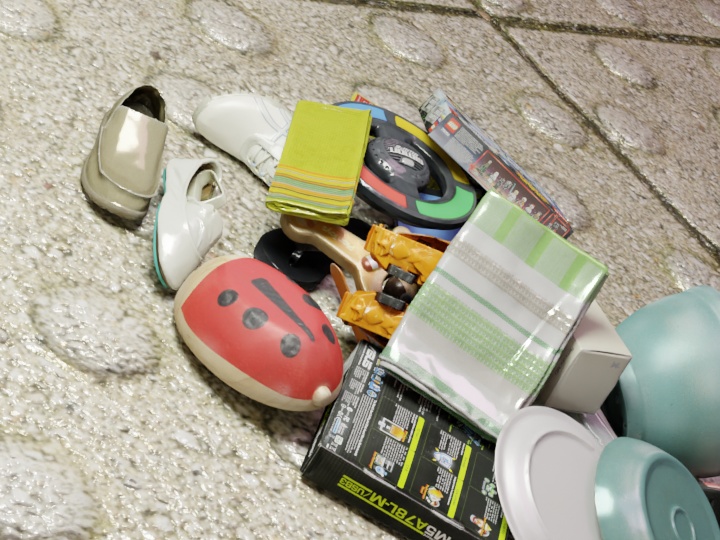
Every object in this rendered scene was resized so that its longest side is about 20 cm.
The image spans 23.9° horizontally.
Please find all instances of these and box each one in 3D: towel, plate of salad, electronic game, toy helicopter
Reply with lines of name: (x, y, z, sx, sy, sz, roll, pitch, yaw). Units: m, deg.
towel: (-0.040, -0.116, 1.755, 0.085, 0.018, 0.201, 12, 38, 0)
plate of salad: (0.188, 0.221, 1.570, 0.199, 0.048, 0.201, 28, 45, -31)
towel: (0.127, 0.044, 1.601, 0.149, 0.201, 0.031, 34, -7, -5)
electronic game: (0.041, -0.116, 1.858, 0.199, 0.042, 0.201, 26, 31, -17)
toy helicopter: (0.000, 0.000, 1.703, 0.199, 0.079, 0.133, 34, 64, 5)

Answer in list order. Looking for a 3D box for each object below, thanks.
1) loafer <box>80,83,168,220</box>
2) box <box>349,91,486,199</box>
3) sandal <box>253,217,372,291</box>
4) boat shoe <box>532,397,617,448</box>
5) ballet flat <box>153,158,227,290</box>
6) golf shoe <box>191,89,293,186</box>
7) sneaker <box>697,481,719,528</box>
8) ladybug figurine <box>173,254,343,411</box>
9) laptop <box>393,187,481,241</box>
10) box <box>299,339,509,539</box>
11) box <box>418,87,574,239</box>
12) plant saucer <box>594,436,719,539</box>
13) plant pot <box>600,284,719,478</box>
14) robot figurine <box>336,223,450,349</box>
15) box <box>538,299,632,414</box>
loafer: (-0.232, -0.126, 1.710, 0.075, 0.068, 0.201, 21, 32, -20)
box: (0.062, -0.131, 2.017, 0.199, 0.050, 0.075, 30, 30, -4)
sandal: (-0.042, -0.030, 1.775, 0.076, 0.043, 0.200, 43, 31, 16)
boat shoe: (0.211, 0.170, 1.688, 0.201, 0.070, 0.071, 49, 23, 21)
ballet flat: (-0.163, -0.056, 1.662, 0.069, 0.070, 0.201, 23, 29, -16)
golf shoe: (-0.090, -0.126, 1.847, 0.199, 0.078, 0.098, 21, 37, -17)
sneaker: (0.393, 0.261, 1.754, 0.199, 0.074, 0.087, 18, 7, -17)
ladybug figurine: (-0.088, 0.051, 1.557, 0.135, 0.072, 0.200, -16, 46, -43)
laptop: (0.139, -0.013, 1.854, 0.176, 0.104, 0.200, 10, 10, -33)
box: (0.055, 0.169, 1.571, 0.192, 0.048, 0.200, 32, 28, -5)
box: (0.153, -0.115, 1.942, 0.200, 0.040, 0.137, 43, 10, -13)
plant saucer: (0.291, 0.247, 1.605, 0.200, 0.036, 0.201, 34, 42, -37)
plant pot: (0.310, 0.125, 1.761, 0.133, 0.201, 0.201, -9, 43, -13)
robot figurine: (0.086, 0.037, 1.644, 0.199, 0.146, 0.058, 23, 1, -8)
box: (0.188, 0.047, 1.710, 0.068, 0.082, 0.200, 10, 32, -31)
